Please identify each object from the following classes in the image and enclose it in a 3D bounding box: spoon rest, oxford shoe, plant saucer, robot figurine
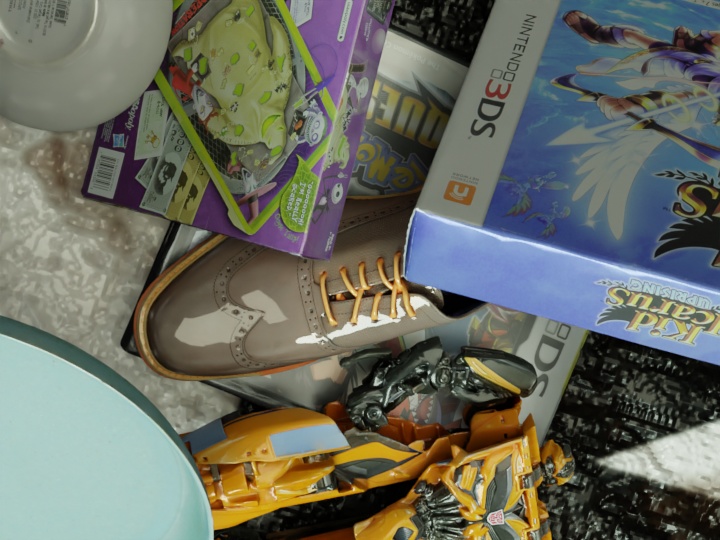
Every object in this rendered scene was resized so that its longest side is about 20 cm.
[{"bbox_3d":[-0.117,-0.158,0.870,0.099,0.061,0.201,16,100,7],"label":"spoon rest"},{"bbox_3d":[0.000,0.000,0.878,0.199,0.073,0.072,-20,99,-11],"label":"oxford shoe"},{"bbox_3d":[-0.153,0.078,0.821,0.200,0.200,0.027,29,45,-14],"label":"plant saucer"},{"bbox_3d":[-0.001,0.109,0.902,0.199,0.058,0.145,-12,115,-2],"label":"robot figurine"}]

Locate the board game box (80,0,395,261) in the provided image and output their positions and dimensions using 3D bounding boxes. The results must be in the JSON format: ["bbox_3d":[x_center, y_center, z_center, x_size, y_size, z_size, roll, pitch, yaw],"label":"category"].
[{"bbox_3d":[-0.043,-0.114,0.870,0.032,0.120,0.201,12,93,-56],"label":"board game box"}]

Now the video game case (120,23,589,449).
[{"bbox_3d":[0.017,-0.011,0.932,0.199,0.025,0.181,23,89,-15],"label":"video game case"}]

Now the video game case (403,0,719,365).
[{"bbox_3d":[0.137,-0.046,0.861,0.199,0.046,0.182,15,48,7],"label":"video game case"}]
